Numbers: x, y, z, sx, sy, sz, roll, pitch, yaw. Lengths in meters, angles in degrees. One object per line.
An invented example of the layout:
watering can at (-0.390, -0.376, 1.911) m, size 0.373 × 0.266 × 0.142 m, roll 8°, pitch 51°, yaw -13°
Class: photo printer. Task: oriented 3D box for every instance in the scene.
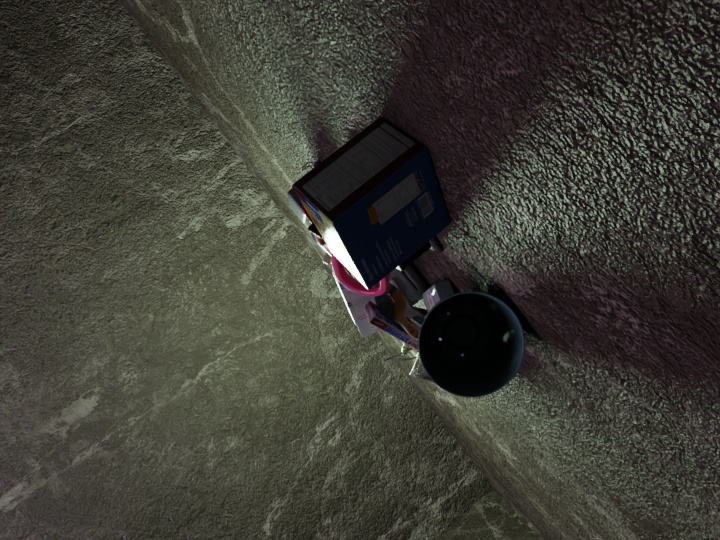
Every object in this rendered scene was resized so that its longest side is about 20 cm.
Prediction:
photo printer at (0.109, 0.023, 1.698) m, size 0.166 × 0.069 × 0.200 m, roll 50°, pitch 172°, yaw 4°

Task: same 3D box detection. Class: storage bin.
storage bin at (-0.141, -0.224, 1.762) m, size 0.146 × 0.134 × 0.200 m, roll 51°, pitch 171°, yaw 0°

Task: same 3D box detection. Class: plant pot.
plant pot at (0.212, 0.134, 1.227) m, size 0.201 × 0.200 × 0.161 m, roll 51°, pitch -175°, yaw -1°

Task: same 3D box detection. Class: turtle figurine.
turtle figurine at (0.191, 0.276, 2.009) m, size 0.194 × 0.200 × 0.144 m, roll 30°, pitch 142°, yaw -10°

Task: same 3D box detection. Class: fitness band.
fitness band at (0.000, 0.000, 1.515) m, size 0.143 × 0.037 × 0.200 m, roll 12°, pitch 150°, yaw 14°

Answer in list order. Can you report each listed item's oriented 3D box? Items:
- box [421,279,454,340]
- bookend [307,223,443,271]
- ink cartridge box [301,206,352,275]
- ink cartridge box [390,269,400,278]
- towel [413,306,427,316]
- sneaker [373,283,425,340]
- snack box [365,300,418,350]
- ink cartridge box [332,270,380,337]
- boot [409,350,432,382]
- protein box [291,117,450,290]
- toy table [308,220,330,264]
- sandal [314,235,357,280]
box at (0.206, 0.113, 1.497) m, size 0.200 × 0.041 × 0.156 m, roll 104°, pitch 148°, yaw -81°
bookend at (0.032, -0.066, 1.275) m, size 0.199 × 0.200 × 0.092 m, roll 55°, pitch 171°, yaw -22°
ink cartridge box at (-0.004, -0.112, 1.356) m, size 0.200 × 0.174 × 0.044 m, roll 54°, pitch 171°, yaw -20°
ink cartridge box at (0.038, -0.096, 1.516) m, size 0.146 × 0.086 × 0.200 m, roll 45°, pitch 171°, yaw 38°
towel at (0.158, 0.125, 1.762) m, size 0.144 × 0.023 × 0.200 m, roll 13°, pitch 171°, yaw -1°
sneaker at (0.109, 0.110, 1.621) m, size 0.200 × 0.075 × 0.088 m, roll 48°, pitch -175°, yaw 5°
snack box at (0.097, 0.153, 1.627) m, size 0.200 × 0.024 × 0.072 m, roll 32°, pitch -158°, yaw -27°
ink cartridge box at (0.012, 0.075, 1.732) m, size 0.067 × 0.116 × 0.200 m, roll -130°, pitch 17°, yaw -69°
boot at (0.170, 0.224, 1.737) m, size 0.200 × 0.155 × 0.072 m, roll 27°, pitch 176°, yaw -5°
protein box at (0.025, -0.115, 1.086) m, size 0.135 × 0.200 × 0.199 m, roll 45°, pitch 170°, yaw 40°
toy table at (-0.056, -0.101, 1.735) m, size 0.200 × 0.184 × 0.117 m, roll 14°, pitch 177°, yaw 5°
sandal at (-0.028, -0.046, 1.568) m, size 0.207 × 0.079 × 0.059 m, roll 46°, pitch 175°, yaw -21°
